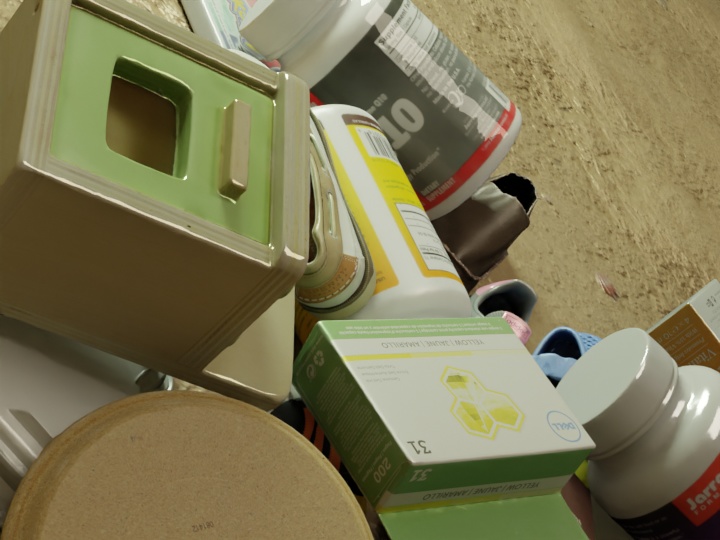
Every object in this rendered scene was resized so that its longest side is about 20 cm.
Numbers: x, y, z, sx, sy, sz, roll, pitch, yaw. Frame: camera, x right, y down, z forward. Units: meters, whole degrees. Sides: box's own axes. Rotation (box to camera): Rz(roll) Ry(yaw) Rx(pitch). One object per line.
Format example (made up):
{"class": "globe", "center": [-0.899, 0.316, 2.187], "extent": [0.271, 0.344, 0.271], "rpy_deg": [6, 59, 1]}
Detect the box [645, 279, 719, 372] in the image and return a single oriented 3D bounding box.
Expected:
{"class": "box", "center": [0.289, 0.129, 1.301], "extent": [0.200, 0.124, 0.097], "rpy_deg": [53, 27, 7]}

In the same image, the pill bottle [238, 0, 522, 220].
{"class": "pill bottle", "center": [0.013, -0.141, 1.193], "extent": [0.200, 0.114, 0.114], "rpy_deg": [42, 27, -14]}

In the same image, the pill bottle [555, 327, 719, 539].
{"class": "pill bottle", "center": [0.212, 0.130, 1.006], "extent": [0.200, 0.111, 0.112], "rpy_deg": [43, 27, -15]}

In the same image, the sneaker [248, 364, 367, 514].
{"class": "sneaker", "center": [-0.033, 0.109, 0.892], "extent": [0.090, 0.070, 0.200], "rpy_deg": [47, 24, 2]}

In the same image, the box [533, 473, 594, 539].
{"class": "box", "center": [0.079, 0.191, 0.911], "extent": [0.075, 0.100, 0.200], "rpy_deg": [51, 22, -27]}

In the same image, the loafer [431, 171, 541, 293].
{"class": "loafer", "center": [0.090, -0.039, 1.272], "extent": [0.073, 0.071, 0.200], "rpy_deg": [47, 27, -4]}

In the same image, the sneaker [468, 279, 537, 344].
{"class": "sneaker", "center": [0.075, 0.066, 1.099], "extent": [0.070, 0.082, 0.200], "rpy_deg": [42, 28, -13]}

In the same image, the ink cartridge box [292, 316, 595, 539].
{"class": "ink cartridge box", "center": [0.067, 0.111, 0.858], "extent": [0.145, 0.048, 0.200], "rpy_deg": [1, 42, -41]}

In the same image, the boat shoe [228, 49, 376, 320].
{"class": "boat shoe", "center": [-0.054, -0.065, 0.984], "extent": [0.200, 0.075, 0.068], "rpy_deg": [57, 3, 27]}

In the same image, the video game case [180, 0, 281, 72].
{"class": "video game case", "center": [-0.060, -0.167, 1.264], "extent": [0.182, 0.023, 0.201], "rpy_deg": [15, 42, -49]}

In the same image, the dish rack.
{"class": "dish rack", "center": [-0.181, 0.020, 0.811], "extent": [0.200, 0.044, 0.172], "rpy_deg": [49, 26, -3]}

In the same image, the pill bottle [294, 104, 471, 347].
{"class": "pill bottle", "center": [0.000, 0.000, 1.041], "extent": [0.109, 0.109, 0.201], "rpy_deg": [12, 45, -51]}

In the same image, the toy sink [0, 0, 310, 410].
{"class": "toy sink", "center": [-0.092, -0.036, 0.799], "extent": [0.199, 0.112, 0.131], "rpy_deg": [24, 46, -27]}

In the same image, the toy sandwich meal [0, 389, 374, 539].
{"class": "toy sandwich meal", "center": [-0.074, 0.153, 0.750], "extent": [0.204, 0.070, 0.206], "rpy_deg": [12, 60, -22]}

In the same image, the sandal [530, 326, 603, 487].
{"class": "sandal", "center": [0.142, 0.077, 1.105], "extent": [0.200, 0.079, 0.088], "rpy_deg": [-53, 141, -69]}

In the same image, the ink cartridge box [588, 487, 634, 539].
{"class": "ink cartridge box", "center": [0.204, 0.185, 1.142], "extent": [0.147, 0.083, 0.200], "rpy_deg": [50, 26, 0]}
